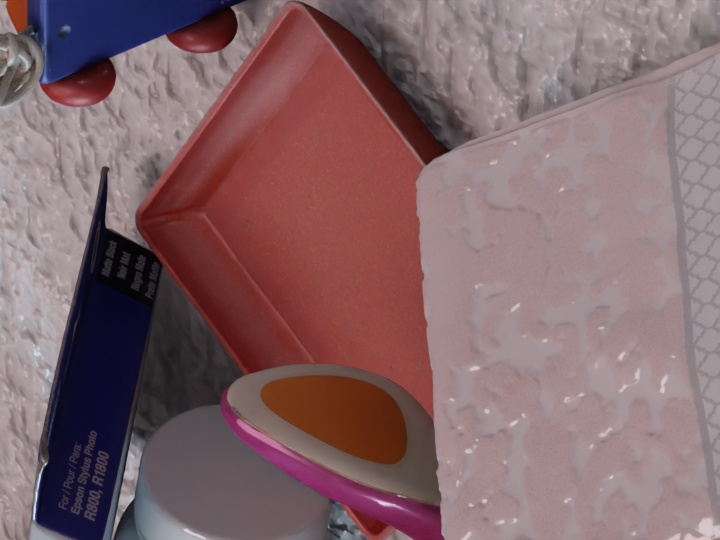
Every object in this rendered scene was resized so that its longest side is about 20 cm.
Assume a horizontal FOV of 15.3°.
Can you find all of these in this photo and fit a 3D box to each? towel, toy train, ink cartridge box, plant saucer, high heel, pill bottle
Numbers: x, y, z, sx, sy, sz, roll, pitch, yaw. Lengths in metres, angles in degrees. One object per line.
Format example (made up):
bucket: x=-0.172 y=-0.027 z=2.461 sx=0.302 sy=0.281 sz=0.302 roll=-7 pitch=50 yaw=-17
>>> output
towel: x=0.099 y=0.021 z=1.003 sx=0.191 sy=0.032 sz=0.201 roll=-24 pitch=57 yaw=37
toy train: x=-0.151 y=-0.130 z=1.174 sx=0.116 sy=0.200 sz=0.085 roll=36 pitch=138 yaw=34
ink cartridge box: x=-0.133 y=0.086 z=1.313 sx=0.040 sy=0.200 sz=0.200 roll=11 pitch=135 yaw=-4
plant saucer: x=0.000 y=0.000 z=1.220 sx=0.200 sy=0.037 sz=0.200 roll=53 pitch=142 yaw=9
high heel: x=0.021 y=0.104 z=1.175 sx=0.067 sy=0.200 sz=0.096 roll=-93 pitch=26 yaw=-42
pill bottle: x=-0.072 y=0.171 z=1.348 sx=0.113 sy=0.113 sz=0.200 roll=37 pitch=136 yaw=27

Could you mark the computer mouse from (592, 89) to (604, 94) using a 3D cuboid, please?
computer mouse: x=0.118 y=0.022 z=1.105 sx=0.059 sy=0.034 sz=0.200 roll=1 pitch=114 yaw=49
